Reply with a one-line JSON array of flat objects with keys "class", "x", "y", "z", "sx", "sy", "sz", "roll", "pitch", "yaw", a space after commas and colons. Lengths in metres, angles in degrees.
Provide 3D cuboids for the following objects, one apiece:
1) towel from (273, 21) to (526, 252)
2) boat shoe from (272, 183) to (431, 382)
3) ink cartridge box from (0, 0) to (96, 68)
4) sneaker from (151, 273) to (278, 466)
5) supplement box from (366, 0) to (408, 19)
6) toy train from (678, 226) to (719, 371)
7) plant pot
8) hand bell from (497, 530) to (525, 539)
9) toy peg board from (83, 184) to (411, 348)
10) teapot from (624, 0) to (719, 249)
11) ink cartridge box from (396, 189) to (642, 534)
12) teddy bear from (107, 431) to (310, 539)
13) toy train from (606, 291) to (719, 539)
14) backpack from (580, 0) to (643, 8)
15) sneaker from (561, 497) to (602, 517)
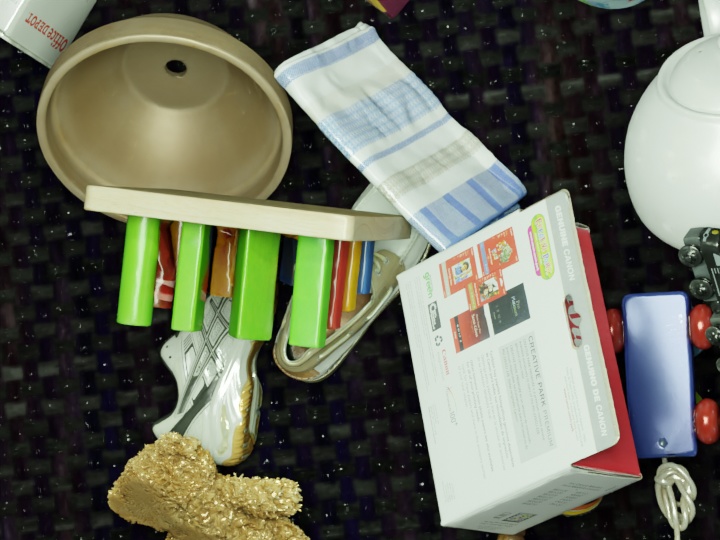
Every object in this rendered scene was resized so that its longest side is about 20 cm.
[{"class": "towel", "x": 0.033, "y": -0.106, "z": 1.746, "sx": 0.200, "sy": 0.147, "sz": 0.024, "roll": 47, "pitch": 124, "yaw": 8}, {"class": "boat shoe", "x": 0.000, "y": 0.000, "z": 1.771, "sx": 0.074, "sy": 0.068, "sz": 0.201, "roll": 29, "pitch": 89, "yaw": 9}, {"class": "ink cartridge box", "x": -0.244, "y": -0.275, "z": 1.790, "sx": 0.084, "sy": 0.146, "sz": 0.201, "roll": 31, "pitch": 89, "yaw": 10}, {"class": "sneaker", "x": -0.118, "y": 0.051, "z": 1.780, "sx": 0.087, "sy": 0.076, "sz": 0.201, "roll": 9, "pitch": 84, "yaw": 11}, {"class": "supplement box", "x": -0.030, "y": -0.305, "z": 1.773, "sx": 0.200, "sy": 0.131, "sz": 0.103, "roll": 37, "pitch": 92, "yaw": 10}, {"class": "toy train", "x": 0.282, "y": 0.055, "z": 1.642, "sx": 0.046, "sy": 0.034, "sz": 0.201, "roll": -4, "pitch": 120, "yaw": 35}, {"class": "plant pot", "x": -0.149, "y": -0.134, "z": 1.771, "sx": 0.199, "sy": 0.202, "sz": 0.093, "roll": -2, "pitch": 43, "yaw": 7}, {"class": "hand bell", "x": 0.116, "y": 0.202, "z": 1.742, "sx": 0.103, "sy": 0.104, "sz": 0.201, "roll": 6, "pitch": 73, "yaw": 8}, {"class": "toy peg board", "x": -0.083, "y": -0.003, "z": 1.660, "sx": 0.199, "sy": 0.199, "sz": 0.099, "roll": 7, "pitch": 93, "yaw": 13}, {"class": "teapot", "x": 0.284, "y": -0.115, "z": 1.671, "sx": 0.199, "sy": 0.147, "sz": 0.197, "roll": 21, "pitch": 47, "yaw": 41}, {"class": "ink cartridge box", "x": 0.128, "y": 0.068, "z": 1.623, "sx": 0.175, "sy": 0.084, "sz": 0.201, "roll": -29, "pitch": 61, "yaw": 39}, {"class": "teddy bear", "x": -0.098, "y": 0.203, "z": 1.752, "sx": 0.199, "sy": 0.145, "sz": 0.067, "roll": 27, "pitch": 44, "yaw": 6}, {"class": "toy train", "x": 0.237, "y": 0.117, "z": 1.711, "sx": 0.084, "sy": 0.116, "sz": 0.201, "roll": -3, "pitch": 90, "yaw": 16}, {"class": "backpack", "x": 0.183, "y": -0.311, "z": 1.737, "sx": 0.183, "sy": 0.147, "sz": 0.200, "roll": -40, "pitch": 84, "yaw": 5}, {"class": "sneaker", "x": 0.138, "y": 0.085, "z": 1.717, "sx": 0.070, "sy": 0.090, "sz": 0.201, "roll": -21, "pitch": 70, "yaw": -20}]
